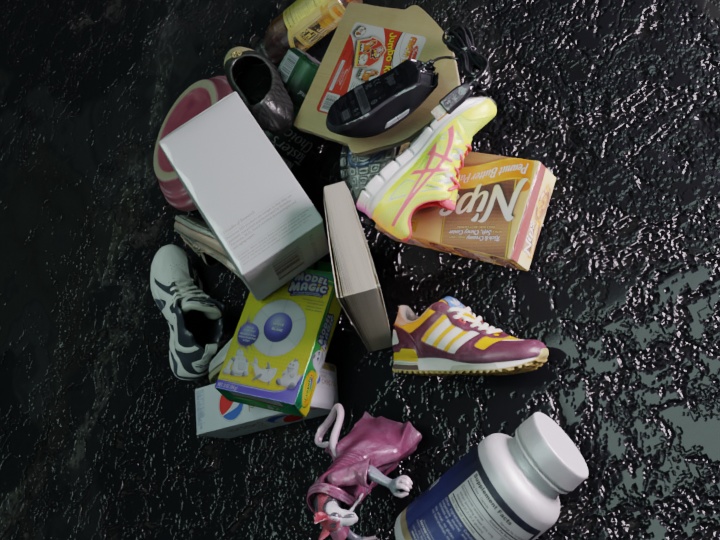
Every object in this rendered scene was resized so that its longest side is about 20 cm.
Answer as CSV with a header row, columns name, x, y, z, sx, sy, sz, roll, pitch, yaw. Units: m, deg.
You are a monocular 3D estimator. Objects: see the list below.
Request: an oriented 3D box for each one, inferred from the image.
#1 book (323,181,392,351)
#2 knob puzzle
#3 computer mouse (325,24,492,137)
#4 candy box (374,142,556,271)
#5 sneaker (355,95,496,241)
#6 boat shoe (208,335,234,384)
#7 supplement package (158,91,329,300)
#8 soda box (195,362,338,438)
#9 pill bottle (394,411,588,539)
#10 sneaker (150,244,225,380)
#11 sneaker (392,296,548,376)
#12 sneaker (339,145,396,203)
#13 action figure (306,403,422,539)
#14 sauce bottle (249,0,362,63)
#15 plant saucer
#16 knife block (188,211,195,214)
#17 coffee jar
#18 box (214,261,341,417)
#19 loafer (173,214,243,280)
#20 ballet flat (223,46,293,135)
name,x,y,z,sx,sy,sz,roll,pitch,yaw
book,0.000,0.000,1.058,0.047,0.201,0.136,-14,66,4
knob puzzle,0.036,-0.227,1.095,0.215,0.030,0.224,-8,69,22
computer mouse,0.060,-0.188,1.013,0.198,0.046,0.141,-32,38,5
candy box,0.122,-0.080,1.074,0.197,0.055,0.118,15,84,37
sneaker,0.091,-0.115,1.036,0.200,0.078,0.090,-44,82,3
boat shoe,-0.126,0.082,1.205,0.198,0.075,0.069,-34,59,12
supplement package,-0.138,-0.088,1.092,0.116,0.117,0.202,-33,75,-6
soda box,-0.125,0.170,1.179,0.197,0.068,0.065,-18,67,31
pill bottle,0.139,0.244,0.943,0.200,0.110,0.112,-45,57,17
sneaker,-0.235,0.041,1.256,0.129,0.078,0.203,-38,56,52
sneaker,0.119,0.073,1.025,0.197,0.074,0.092,-5,80,33
sneaker,0.025,-0.172,1.149,0.073,0.087,0.204,3,73,21
action figure,-0.011,0.223,1.000,0.148,0.199,0.135,35,118,13
sauce bottle,-0.088,-0.350,1.295,0.198,0.066,0.067,-31,61,28
plant saucer,-0.226,-0.185,1.249,0.199,0.050,0.204,-27,52,39
knife block,-0.203,-0.171,1.329,0.197,0.064,0.179,6,82,36
coffee jar,-0.103,-0.195,1.237,0.202,0.103,0.085,-56,45,11
box,-0.092,0.070,1.116,0.115,0.049,0.203,7,63,23
loafer,-0.203,-0.027,1.290,0.198,0.071,0.064,21,97,34
ballet flat,-0.134,-0.246,1.162,0.066,0.057,0.201,-33,45,-1
